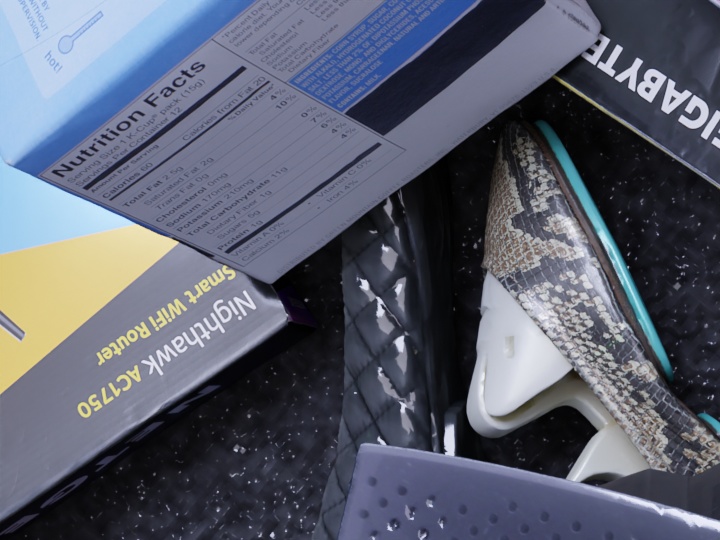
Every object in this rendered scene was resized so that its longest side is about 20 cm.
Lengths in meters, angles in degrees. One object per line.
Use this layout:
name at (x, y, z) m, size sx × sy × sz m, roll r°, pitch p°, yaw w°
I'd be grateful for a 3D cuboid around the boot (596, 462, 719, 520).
boot at (0.134, 0.084, 0.797) m, size 0.200 × 0.074 × 0.075 m, roll -20°, pitch 110°, yaw 25°

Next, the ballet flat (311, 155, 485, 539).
ballet flat at (0.000, 0.000, 0.880) m, size 0.057 × 0.066 × 0.200 m, roll -7°, pitch 86°, yaw 16°

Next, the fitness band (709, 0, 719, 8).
fitness band at (0.137, -0.128, 0.751) m, size 0.144 × 0.037 × 0.200 m, roll -50°, pitch 57°, yaw 11°

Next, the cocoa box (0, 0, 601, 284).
cocoa box at (-0.050, -0.122, 0.818) m, size 0.133 × 0.131 × 0.200 m, roll -38°, pitch 59°, yaw 18°

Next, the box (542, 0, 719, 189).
box at (0.096, -0.124, 0.829) m, size 0.200 × 0.049 × 0.160 m, roll 39°, pitch 99°, yaw 36°

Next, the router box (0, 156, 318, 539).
router box at (-0.136, 0.011, 0.911) m, size 0.200 × 0.051 × 0.149 m, roll -35°, pitch 81°, yaw 8°

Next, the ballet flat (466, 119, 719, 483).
ballet flat at (0.080, 0.051, 0.859) m, size 0.075 × 0.068 × 0.200 m, roll -35°, pitch 85°, yaw -3°

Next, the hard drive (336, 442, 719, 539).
hard drive at (0.079, 0.129, 0.747) m, size 0.200 × 0.042 × 0.135 m, roll 15°, pitch 94°, yaw 27°
